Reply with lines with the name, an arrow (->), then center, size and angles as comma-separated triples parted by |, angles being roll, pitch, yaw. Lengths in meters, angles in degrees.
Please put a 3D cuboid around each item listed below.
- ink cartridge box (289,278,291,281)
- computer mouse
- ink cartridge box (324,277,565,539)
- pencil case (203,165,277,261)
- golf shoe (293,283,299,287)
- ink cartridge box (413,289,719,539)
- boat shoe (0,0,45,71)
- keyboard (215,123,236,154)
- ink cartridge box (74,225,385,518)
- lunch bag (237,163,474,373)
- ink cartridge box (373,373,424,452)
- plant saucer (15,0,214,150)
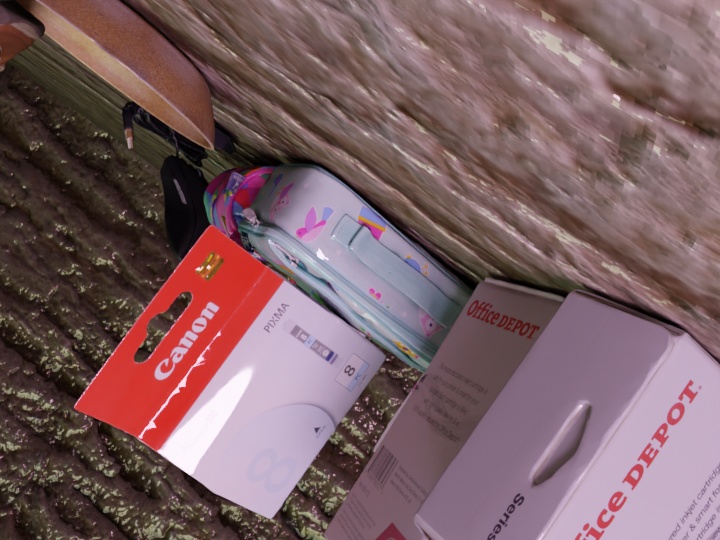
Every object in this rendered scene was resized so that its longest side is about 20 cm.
ink cartridge box -> -0.078, 0.092, 2.079 | 0.200, 0.147, 0.083 | 35, 174, -3
computer mouse -> -0.192, -0.098, 1.050 | 0.140, 0.046, 0.200 | 42, -151, -47
ink cartridge box -> 0.075, 0.114, 0.594 | 0.083, 0.200, 0.146 | 33, 177, -13
pencil case -> -0.099, -0.056, 0.926 | 0.088, 0.088, 0.200 | 37, 177, -13
golf shoe -> -0.054, -0.024, 1.077 | 0.200, 0.077, 0.088 | 44, -175, 9
ink cartridge box -> 0.146, 0.125, 0.497 | 0.200, 0.147, 0.083 | 39, 175, -29
boat shoe -> -0.268, -0.159, 0.681 | 0.076, 0.074, 0.200 | 37, 176, -21
keyboard -> -0.198, -0.170, 0.886 | 0.200, 0.021, 0.127 | 35, -178, -1
ink cartridge box -> -0.086, 0.082, 0.738 | 0.047, 0.160, 0.200 | 33, 174, 42
lunch bag -> 0.000, 0.000, 0.767 | 0.200, 0.077, 0.160 | 37, 176, -20
ink cartridge box -> 0.119, 0.221, 1.488 | 0.067, 0.200, 0.117 | 38, 176, -29
plant saucer -> -0.172, -0.157, 0.682 | 0.200, 0.035, 0.200 | 36, 176, 3
